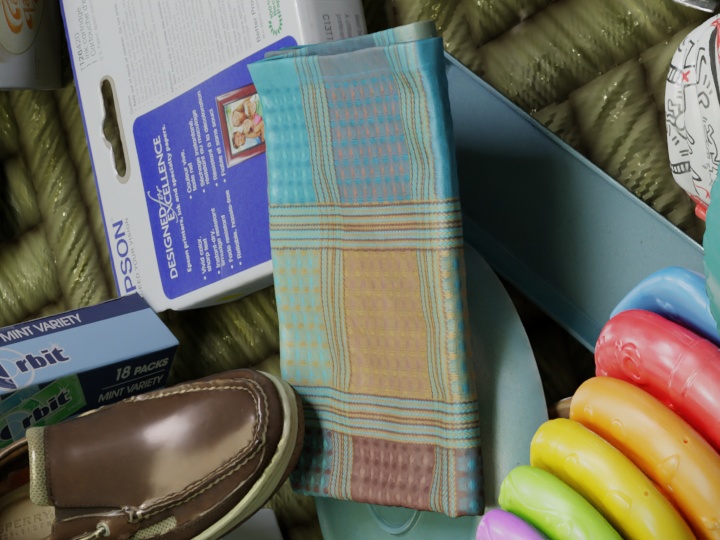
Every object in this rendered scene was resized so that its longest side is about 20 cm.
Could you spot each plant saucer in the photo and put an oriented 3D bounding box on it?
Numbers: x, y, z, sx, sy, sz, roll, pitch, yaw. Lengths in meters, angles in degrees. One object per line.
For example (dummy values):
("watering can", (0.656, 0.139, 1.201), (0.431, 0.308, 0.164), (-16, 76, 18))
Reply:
("plant saucer", (0.022, 0.082, 1.019), (0.200, 0.027, 0.201), (12, 103, 63))
("plant saucer", (0.086, -0.019, 0.994), (0.200, 0.019, 0.070), (41, 121, 35))

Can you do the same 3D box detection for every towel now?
("towel", (0.000, 0.000, 0.984), (0.147, 0.022, 0.201), (-2, 93, 60))

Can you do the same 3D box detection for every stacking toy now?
("stacking toy", (0.082, 0.101, 0.860), (0.116, 0.200, 0.110), (48, 166, 3))

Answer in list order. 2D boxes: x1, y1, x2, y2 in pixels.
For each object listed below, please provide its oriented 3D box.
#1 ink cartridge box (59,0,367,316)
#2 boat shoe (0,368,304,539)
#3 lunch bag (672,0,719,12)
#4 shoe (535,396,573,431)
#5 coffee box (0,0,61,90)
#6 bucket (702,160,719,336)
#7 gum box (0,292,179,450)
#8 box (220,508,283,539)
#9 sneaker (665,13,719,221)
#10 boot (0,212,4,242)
("ink cartridge box", (-0.067, -0.089, 1.123), (0.200, 0.047, 0.198), (-20, 79, 54))
("boat shoe", (-0.118, 0.096, 1.043), (0.202, 0.075, 0.075), (-28, 60, 30))
("lunch bag", (0.128, -0.197, 0.864), (0.160, 0.075, 0.201), (4, 115, 43))
("shoe", (0.130, 0.143, 0.943), (0.070, 0.053, 0.201), (-26, 77, 33))
("coffee box", (-0.214, -0.193, 1.203), (0.079, 0.114, 0.201), (1, 94, 18))
("bucket", (0.215, 0.004, 0.727), (0.135, 0.207, 0.208), (-125, 48, -57))
("gum box", (-0.190, 0.115, 1.156), (0.045, 0.170, 0.200), (47, 134, 32))
("box", (-0.080, 0.228, 1.102), (0.124, 0.097, 0.200), (-48, 49, 37))
("sneaker", (0.179, -0.008, 0.874), (0.202, 0.067, 0.108), (68, 162, -7))
("boot", (-0.286, -0.062, 1.340), (0.200, 0.077, 0.139), (-16, 77, 32))
